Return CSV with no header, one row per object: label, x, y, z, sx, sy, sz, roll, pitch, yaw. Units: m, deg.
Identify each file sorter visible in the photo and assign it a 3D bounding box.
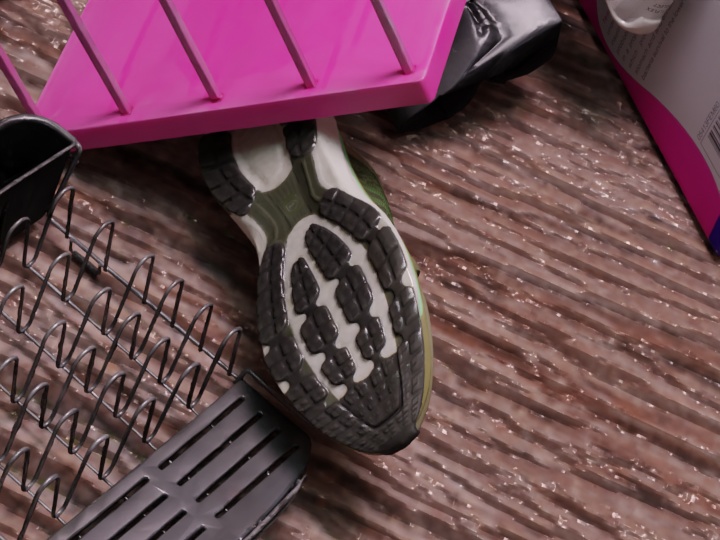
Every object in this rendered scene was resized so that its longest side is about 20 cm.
file sorter,-0.064,-0.152,0.943,0.198,0.126,0.140,-6,43,26

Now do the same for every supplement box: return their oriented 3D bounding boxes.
supplement box,0.194,-0.120,1.092,0.103,0.102,0.201,-7,55,-25

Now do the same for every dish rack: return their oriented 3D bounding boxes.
dish rack,-0.118,0.041,0.875,0.200,0.055,0.153,39,50,14

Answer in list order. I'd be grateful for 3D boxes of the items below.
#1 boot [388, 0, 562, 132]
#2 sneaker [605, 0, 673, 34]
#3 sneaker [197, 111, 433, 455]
boot,-0.017,-0.154,1.065,0.164,0.066,0.201,-31,84,9
sneaker,0.099,-0.190,1.074,0.074,0.087,0.201,-2,42,-31
sneaker,0.000,0.000,0.934,0.088,0.077,0.201,34,27,-45
